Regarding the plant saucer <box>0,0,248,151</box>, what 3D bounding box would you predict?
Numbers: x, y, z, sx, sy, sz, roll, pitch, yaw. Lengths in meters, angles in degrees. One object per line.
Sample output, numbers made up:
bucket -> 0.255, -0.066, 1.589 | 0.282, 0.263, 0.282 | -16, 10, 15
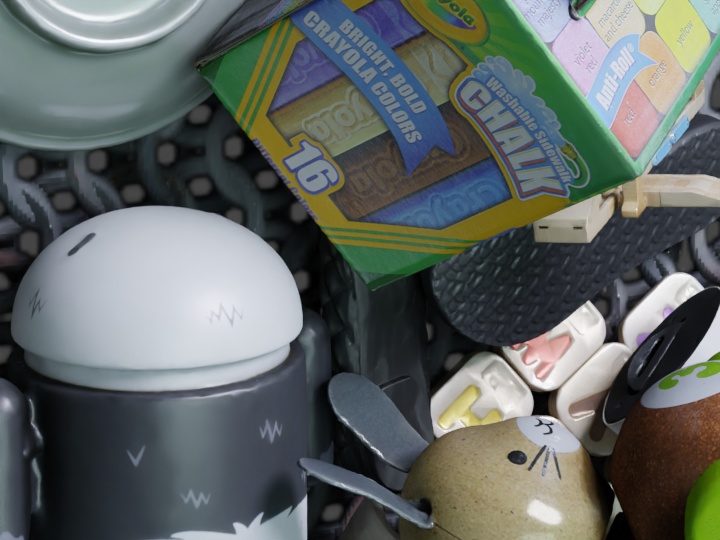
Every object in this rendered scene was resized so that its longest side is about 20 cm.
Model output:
plant saucer -> -0.107, -0.143, 1.031 | 0.199, 0.050, 0.201 | -7, 105, -25

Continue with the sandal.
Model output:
sandal -> 0.094, -0.023, 1.165 | 0.199, 0.045, 0.075 | -24, 129, -39

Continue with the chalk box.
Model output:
chalk box -> 0.059, -0.099, 1.012 | 0.124, 0.200, 0.125 | 52, 47, -16

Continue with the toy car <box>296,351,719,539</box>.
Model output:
toy car -> 0.076, 0.089, 1.046 | 0.199, 0.164, 0.159 | 20, 108, 2

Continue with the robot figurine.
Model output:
robot figurine -> -0.083, 0.074, 1.058 | 0.124, 0.150, 0.201 | 3, 105, 10

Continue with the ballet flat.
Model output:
ballet flat -> 0.000, 0.000, 1.126 | 0.066, 0.057, 0.201 | -4, 98, -40

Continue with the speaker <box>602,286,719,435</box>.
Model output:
speaker -> 0.205, 0.099, 1.164 | 0.200, 0.081, 0.081 | 41, 82, -8

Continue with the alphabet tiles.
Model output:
alphabet tiles -> 0.122, 0.105, 1.187 | 0.196, 0.015, 0.200 | -43, 96, -15

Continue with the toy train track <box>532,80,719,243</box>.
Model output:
toy train track -> 0.113, -0.059, 1.105 | 0.200, 0.114, 0.033 | -43, 131, -62

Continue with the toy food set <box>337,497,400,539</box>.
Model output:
toy food set -> 0.056, 0.203, 1.143 | 0.199, 0.060, 0.144 | 30, 111, -1
